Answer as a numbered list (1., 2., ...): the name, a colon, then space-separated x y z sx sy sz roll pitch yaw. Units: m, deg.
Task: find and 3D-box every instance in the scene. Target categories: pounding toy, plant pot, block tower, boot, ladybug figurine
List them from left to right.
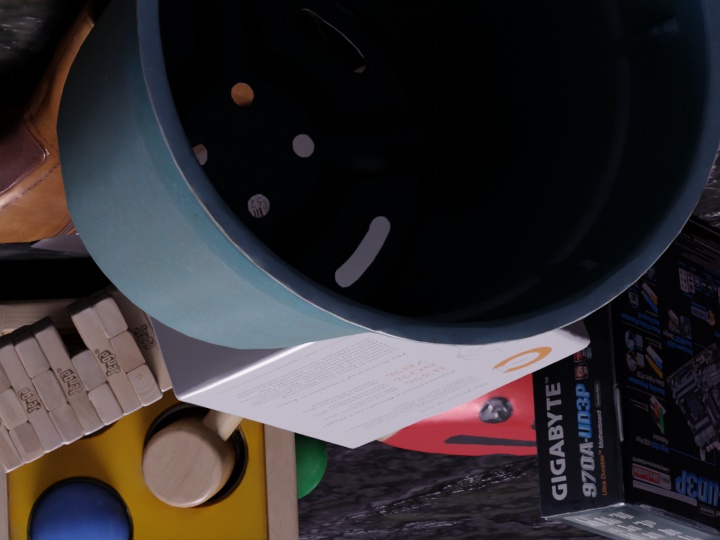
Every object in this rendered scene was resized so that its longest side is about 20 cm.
1. block tower: -0.186 0.072 1.331 0.200 0.058 0.054 -28 -173 -6
2. boot: -0.135 -0.054 1.146 0.188 0.069 0.200 6 159 -25
3. pounding toy: -0.090 0.078 1.424 0.200 0.185 0.142 -2 174 -3
4. plant pot: -0.009 -0.059 0.978 0.200 0.201 0.196 4 169 -21
5. ladybug figurine: 0.068 0.056 1.520 0.200 0.072 0.136 3 161 -20

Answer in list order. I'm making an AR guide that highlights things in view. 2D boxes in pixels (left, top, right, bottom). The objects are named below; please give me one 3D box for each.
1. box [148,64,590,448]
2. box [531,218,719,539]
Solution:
1. box: 0.000 0.000 1.214 0.124 0.098 0.200 -24 163 15
2. box: 0.149 0.055 1.389 0.046 0.159 0.200 -13 161 31
